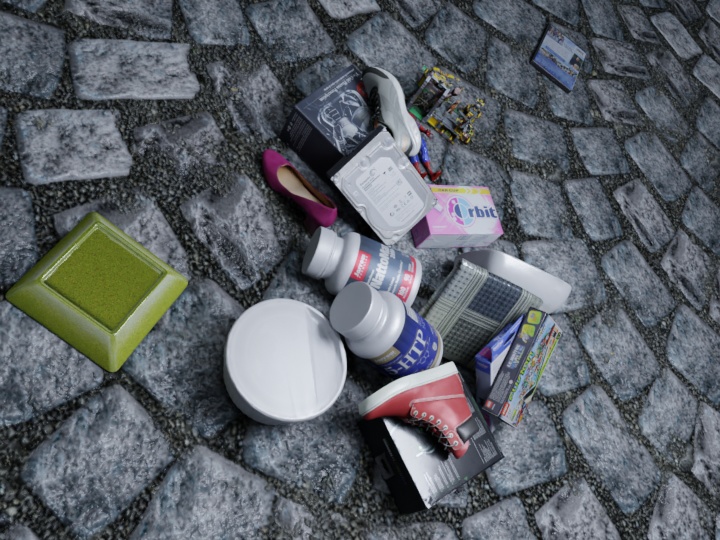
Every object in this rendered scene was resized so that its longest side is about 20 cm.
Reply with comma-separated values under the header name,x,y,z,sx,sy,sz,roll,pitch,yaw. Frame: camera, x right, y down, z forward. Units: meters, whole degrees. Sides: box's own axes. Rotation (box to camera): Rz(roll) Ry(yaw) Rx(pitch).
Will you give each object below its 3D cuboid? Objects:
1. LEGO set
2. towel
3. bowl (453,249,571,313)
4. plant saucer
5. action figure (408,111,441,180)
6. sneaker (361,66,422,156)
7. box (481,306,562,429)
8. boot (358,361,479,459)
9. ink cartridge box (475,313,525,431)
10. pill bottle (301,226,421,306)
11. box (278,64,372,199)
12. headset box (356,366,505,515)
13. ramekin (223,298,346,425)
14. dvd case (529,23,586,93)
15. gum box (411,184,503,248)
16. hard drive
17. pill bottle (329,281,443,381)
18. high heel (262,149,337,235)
name,x,y,z,sx,sy,sz,roll,pitch,yaw
LEGO set,0.208,-0.396,1.483,0.200,0.116,0.154,44,54,-1
towel,0.209,0.090,1.201,0.191,0.201,0.035,24,26,-18
bowl,0.287,0.034,1.269,0.198,0.200,0.076,23,79,-15
plant saucer,-0.398,0.019,1.003,0.199,0.048,0.201,37,54,-6
action figure,0.120,-0.295,1.432,0.065,0.052,0.202,-12,69,-27
sneaker,0.048,-0.310,1.260,0.079,0.074,0.202,-17,75,-28
box,0.293,0.176,1.163,0.110,0.034,0.202,36,79,-51
boot,0.099,0.238,1.020,0.198,0.072,0.146,-11,72,-34
ink cartridge box,0.257,0.184,1.181,0.042,0.202,0.119,23,43,36
pill bottle,0.000,0.000,1.174,0.198,0.120,0.121,22,57,-15
box,-0.027,-0.284,1.314,0.182,0.104,0.200,45,54,-2
headset box,0.114,0.290,1.099,0.198,0.093,0.176,-21,77,-33
ramekin,-0.129,0.155,1.044,0.200,0.094,0.205,12,60,-21
dvd case,0.561,-0.603,1.831,0.142,0.018,0.201,35,56,-7
gum box,0.201,-0.114,1.365,0.197,0.066,0.115,-2,67,-28
hard drive,0.045,-0.156,1.230,0.139,0.038,0.200,-41,122,1
pill bottle,0.042,0.105,1.095,0.200,0.119,0.121,38,48,-40
high heel,-0.111,-0.165,1.214,0.067,0.096,0.201,-35,84,-35
